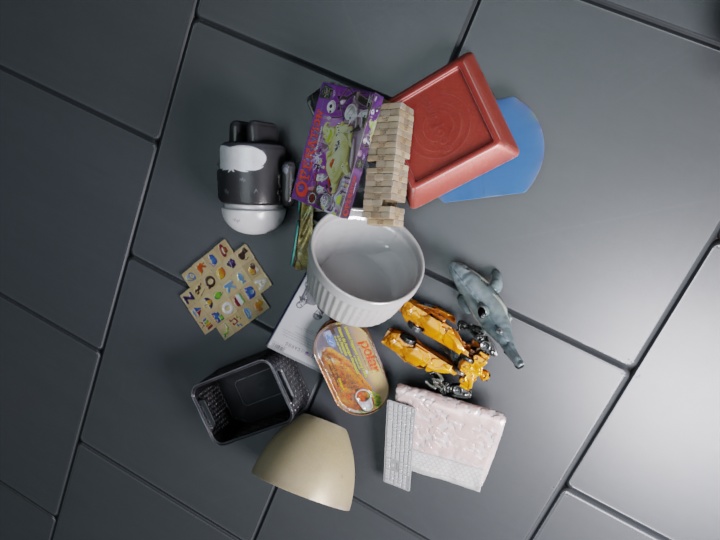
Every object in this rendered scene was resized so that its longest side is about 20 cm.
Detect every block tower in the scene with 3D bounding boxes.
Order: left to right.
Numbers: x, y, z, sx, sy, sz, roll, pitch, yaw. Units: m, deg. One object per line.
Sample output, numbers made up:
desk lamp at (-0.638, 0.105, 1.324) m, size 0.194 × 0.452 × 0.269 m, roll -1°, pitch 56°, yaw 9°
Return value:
block tower at (0.046, -0.174, 0.827) m, size 0.057 × 0.054 × 0.203 m, roll 5°, pitch 93°, yaw 30°

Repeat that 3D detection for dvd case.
dvd case at (-0.070, 0.096, 0.969) m, size 0.149 × 0.025 × 0.201 m, roll 28°, pitch 108°, yaw -10°

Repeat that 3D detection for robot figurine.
robot figurine at (-0.193, -0.167, 0.928) m, size 0.123 × 0.150 × 0.202 m, roll -2°, pitch 101°, yaw -21°
robot figurine at (0.147, 0.138, 0.922) m, size 0.199 × 0.058 × 0.146 m, roll 31°, pitch 107°, yaw 9°

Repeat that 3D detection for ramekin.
ramekin at (0.000, 0.000, 0.868) m, size 0.199 × 0.200 × 0.105 m, roll 34°, pitch 140°, yaw 7°

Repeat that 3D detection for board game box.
board game box at (-0.042, -0.199, 0.840) m, size 0.119 × 0.032 × 0.202 m, roll 25°, pitch 104°, yaw 39°
board game box at (0.203, -0.197, 0.851) m, size 0.198 × 0.039 × 0.160 m, roll -5°, pitch 84°, yaw 21°

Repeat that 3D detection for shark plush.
shark plush at (0.204, 0.077, 0.846) m, size 0.090 × 0.083 × 0.202 m, roll -26°, pitch 59°, yaw 25°

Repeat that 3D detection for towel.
towel at (0.151, 0.314, 0.946) m, size 0.198 × 0.032 × 0.193 m, roll 13°, pitch 117°, yaw 12°

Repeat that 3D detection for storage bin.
storage bin at (-0.221, 0.251, 1.028) m, size 0.198 × 0.094 × 0.136 m, roll -23°, pitch 94°, yaw 19°

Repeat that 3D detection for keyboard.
keyboard at (0.073, 0.332, 0.958) m, size 0.056 × 0.011 × 0.202 m, roll 9°, pitch 115°, yaw 18°

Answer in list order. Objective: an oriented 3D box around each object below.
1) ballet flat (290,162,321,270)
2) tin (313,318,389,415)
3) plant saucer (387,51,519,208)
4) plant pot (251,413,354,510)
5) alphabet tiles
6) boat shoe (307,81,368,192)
ballet flat at (-0.092, -0.099, 0.947) m, size 0.070 × 0.071 × 0.202 m, roll 9°, pitch 102°, yaw 14°
tin at (-0.015, 0.181, 0.965) m, size 0.111 × 0.042 × 0.202 m, roll -18°, pitch 106°, yaw 11°
plant saucer at (0.130, -0.236, 0.842) m, size 0.199 × 0.037 × 0.201 m, roll -26°, pitch 77°, yaw 19°
plant pot at (-0.093, 0.356, 0.978) m, size 0.198 × 0.201 × 0.136 m, roll 16°, pitch 70°, yaw 12°
alphabet tiles at (-0.280, 0.041, 1.051) m, size 0.199 × 0.006 × 0.167 m, roll -35°, pitch 89°, yaw 19°
boat shoe at (-0.043, -0.227, 0.900) m, size 0.068 × 0.073 × 0.201 m, roll -21°, pitch 92°, yaw 25°
